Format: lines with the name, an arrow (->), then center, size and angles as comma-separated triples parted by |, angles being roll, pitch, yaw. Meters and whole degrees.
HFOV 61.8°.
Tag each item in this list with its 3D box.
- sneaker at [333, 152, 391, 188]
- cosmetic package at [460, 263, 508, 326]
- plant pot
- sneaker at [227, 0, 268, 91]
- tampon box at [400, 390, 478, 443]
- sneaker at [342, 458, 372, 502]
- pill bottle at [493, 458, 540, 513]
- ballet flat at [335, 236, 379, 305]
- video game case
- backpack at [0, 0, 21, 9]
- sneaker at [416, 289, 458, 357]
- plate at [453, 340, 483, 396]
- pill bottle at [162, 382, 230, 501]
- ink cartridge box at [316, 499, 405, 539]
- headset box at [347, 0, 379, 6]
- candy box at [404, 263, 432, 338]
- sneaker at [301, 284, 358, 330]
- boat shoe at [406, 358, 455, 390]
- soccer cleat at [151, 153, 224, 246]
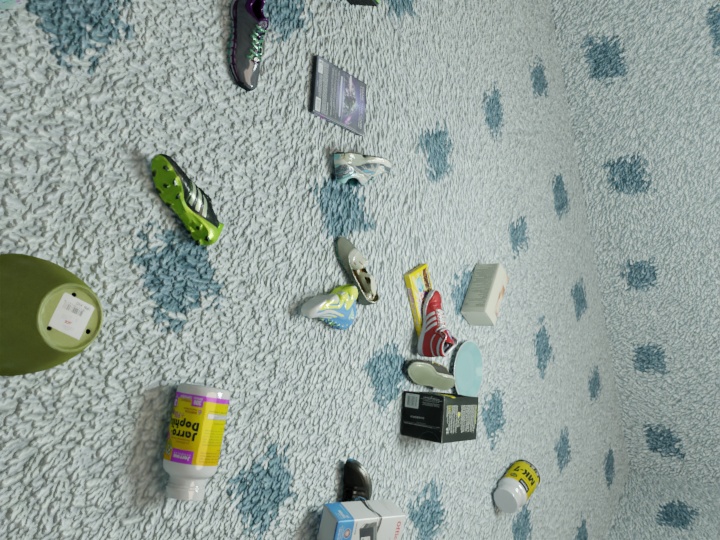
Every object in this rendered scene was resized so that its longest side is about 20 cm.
sneaker -> 0.002, -0.261, 1.585 | 0.197, 0.077, 0.088 | -3, 103, -44
cosmetic package -> 0.426, 0.082, 2.053 | 0.087, 0.102, 0.202 | 49, 54, -36
plant pot -> -0.468, 0.065, 0.879 | 0.185, 0.197, 0.192 | 4, 85, -50
sneaker -> -0.233, -0.492, 1.281 | 0.074, 0.086, 0.205 | -7, 93, -50
tampon box -> 0.234, 0.425, 1.764 | 0.198, 0.148, 0.129 | 14, 78, -49
sneaker -> -0.015, 0.577, 1.512 | 0.081, 0.072, 0.205 | -17, 101, -48
pill bottle -> 0.569, 0.784, 2.186 | 0.199, 0.113, 0.117 | -24, 107, -49
ballet flat -> 0.000, 0.000, 1.563 | 0.067, 0.063, 0.203 | -44, 121, -42
video game case -> -0.054, -0.447, 1.553 | 0.198, 0.019, 0.146 | 12, 79, -51
backpack -> -0.544, -0.490, 0.870 | 0.165, 0.125, 0.205 | -15, 101, -38
sneaker -> 0.236, 0.157, 1.768 | 0.071, 0.111, 0.204 | 20, 76, -43
plate -> 0.355, 0.336, 2.015 | 0.198, 0.025, 0.205 | 2, 88, -51
pill bottle -> -0.312, 0.321, 1.133 | 0.103, 0.103, 0.205 | 22, 71, -48
ink cartridge box -> -0.001, 0.643, 1.450 | 0.197, 0.084, 0.148 | 9, 96, -31
headset box -> -0.002, -0.798, 1.520 | 0.174, 0.091, 0.204 | 24, 83, -63
candy box -> 0.188, 0.091, 1.819 | 0.102, 0.026, 0.204 | -28, 110, -44
sneaker -> -0.064, 0.106, 1.471 | 0.199, 0.075, 0.107 | -23, 106, -50
boat shoe -> 0.203, 0.304, 1.805 | 0.200, 0.061, 0.072 | 29, 110, -37
soccer cleat -> -0.335, -0.142, 1.168 | 0.202, 0.066, 0.082 | 63, 28, -28
